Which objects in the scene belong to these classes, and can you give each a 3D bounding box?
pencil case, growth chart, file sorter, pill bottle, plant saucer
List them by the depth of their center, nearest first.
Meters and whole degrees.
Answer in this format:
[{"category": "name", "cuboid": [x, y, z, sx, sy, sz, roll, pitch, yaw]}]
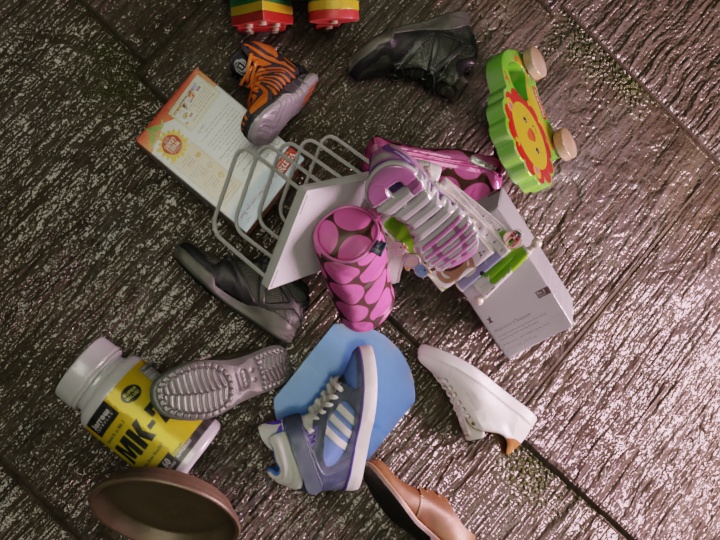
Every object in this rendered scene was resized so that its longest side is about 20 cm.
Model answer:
[{"category": "plant saucer", "cuboid": [-0.248, 0.307, 1.078, 0.196, 0.202, 0.030, 14, 47, -5]}, {"category": "pencil case", "cuboid": [0.000, 0.000, 1.080, 0.090, 0.201, 0.094, 37, 71, 22]}, {"category": "file sorter", "cuboid": [-0.076, -0.087, 1.085, 0.124, 0.199, 0.140, 36, 119, 21]}, {"category": "growth chart", "cuboid": [0.115, -0.040, 1.091, 0.198, 0.018, 0.145, 34, 118, -7]}, {"category": "pill bottle", "cuboid": [-0.292, 0.187, 1.105, 0.199, 0.114, 0.115, 39, 82, -2]}, {"category": "pencil case", "cuboid": [0.101, -0.138, 1.180, 0.196, 0.094, 0.093, 6, 79, -6]}]

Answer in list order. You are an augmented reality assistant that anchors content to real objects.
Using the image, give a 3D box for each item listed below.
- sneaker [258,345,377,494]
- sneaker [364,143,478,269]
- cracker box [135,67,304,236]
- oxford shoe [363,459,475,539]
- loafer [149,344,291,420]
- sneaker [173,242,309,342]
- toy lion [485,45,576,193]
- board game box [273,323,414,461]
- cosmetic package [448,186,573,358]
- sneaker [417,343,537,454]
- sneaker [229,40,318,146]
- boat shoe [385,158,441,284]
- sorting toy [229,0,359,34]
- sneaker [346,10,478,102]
[{"category": "sneaker", "cuboid": [-0.060, 0.193, 1.110, 0.143, 0.081, 0.204, 7, 96, -11]}, {"category": "sneaker", "cuboid": [0.074, -0.083, 1.026, 0.080, 0.089, 0.200, -35, 128, 16]}, {"category": "cracker box", "cuboid": [-0.193, -0.162, 1.174, 0.199, 0.058, 0.135, 40, 81, -1]}, {"category": "oxford shoe", "cuboid": [0.080, 0.326, 1.166, 0.200, 0.071, 0.071, 47, 64, -7]}, {"category": "loafer", "cuboid": [-0.186, 0.147, 1.102, 0.197, 0.069, 0.077, -9, 89, -36]}, {"category": "sneaker", "cuboid": [-0.153, 0.001, 1.150, 0.198, 0.076, 0.115, 32, 81, -6]}, {"category": "toy lion", "cuboid": [0.222, -0.208, 1.162, 0.068, 0.191, 0.203, -21, 87, 33]}, {"category": "board game box", "cuboid": [-0.021, 0.176, 1.177, 0.157, 0.039, 0.201, 40, 88, -6]}, {"category": "cosmetic package", "cuboid": [0.196, 0.003, 1.150, 0.112, 0.081, 0.201, -31, 107, 25]}, {"category": "sneaker", "cuboid": [0.150, 0.184, 1.175, 0.199, 0.073, 0.085, 37, 80, -4]}, {"category": "sneaker", "cuboid": [-0.141, -0.244, 1.141, 0.111, 0.201, 0.078, 33, 123, -1]}, {"category": "boat shoe", "cuboid": [0.070, -0.058, 1.140, 0.068, 0.202, 0.071, 8, 40, -3]}, {"category": "sorting toy", "cuboid": [-0.091, -0.365, 1.139, 0.196, 0.199, 0.071, -3, 101, -7]}, {"category": "sneaker", "cuboid": [0.082, -0.291, 1.207, 0.196, 0.076, 0.116, -18, 81, -13]}]
